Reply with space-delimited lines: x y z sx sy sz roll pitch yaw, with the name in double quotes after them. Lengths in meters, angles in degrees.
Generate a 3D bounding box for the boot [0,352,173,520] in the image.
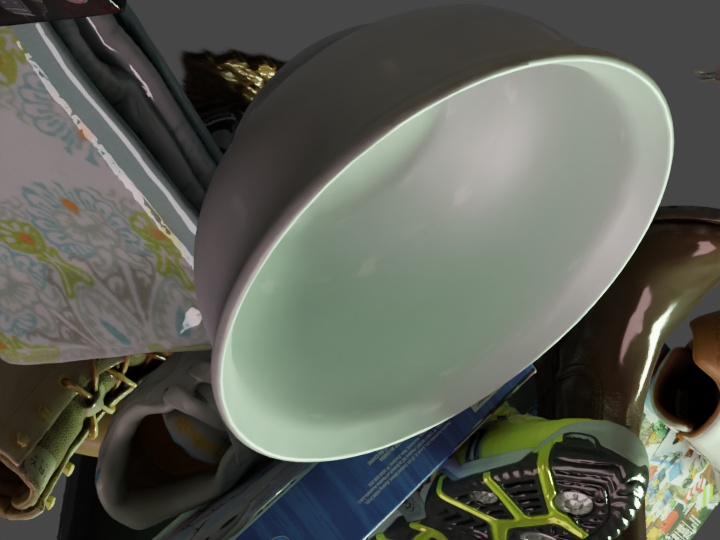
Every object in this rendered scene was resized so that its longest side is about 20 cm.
-0.128 0.057 0.899 0.198 0.156 0.073 5 132 16 "boot"

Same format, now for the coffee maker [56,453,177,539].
-0.153 0.209 1.258 0.134 0.202 0.191 19 160 -32 "coffee maker"

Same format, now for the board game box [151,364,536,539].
-0.041 0.113 0.791 0.044 0.200 0.199 53 143 -3 "board game box"

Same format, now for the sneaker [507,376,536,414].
0.064 0.068 1.006 0.115 0.074 0.199 8 167 42 "sneaker"

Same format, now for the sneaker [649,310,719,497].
0.192 0.071 0.935 0.084 0.073 0.201 -3 148 2 "sneaker"

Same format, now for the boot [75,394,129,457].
-0.185 0.095 1.068 0.198 0.176 0.067 11 122 0 "boot"

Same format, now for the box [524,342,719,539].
0.144 0.116 0.989 0.038 0.137 0.200 36 178 35 "box"

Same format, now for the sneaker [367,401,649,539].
0.064 0.090 0.803 0.075 0.077 0.200 31 152 -16 "sneaker"

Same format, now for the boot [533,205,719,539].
0.126 0.085 0.812 0.064 0.202 0.186 11 160 -13 "boot"

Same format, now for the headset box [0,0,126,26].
-0.185 -0.135 0.531 0.198 0.078 0.149 -3 157 24 "headset box"

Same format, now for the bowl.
0.013 -0.028 0.661 0.200 0.091 0.202 -25 147 -18 "bowl"

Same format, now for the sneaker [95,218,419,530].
-0.044 0.047 0.783 0.076 0.081 0.200 42 123 -3 "sneaker"

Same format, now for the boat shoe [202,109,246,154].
-0.091 -0.027 0.794 0.064 0.073 0.200 13 164 -23 "boat shoe"

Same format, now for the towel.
-0.137 -0.041 0.713 0.170 0.048 0.201 -5 131 34 "towel"
